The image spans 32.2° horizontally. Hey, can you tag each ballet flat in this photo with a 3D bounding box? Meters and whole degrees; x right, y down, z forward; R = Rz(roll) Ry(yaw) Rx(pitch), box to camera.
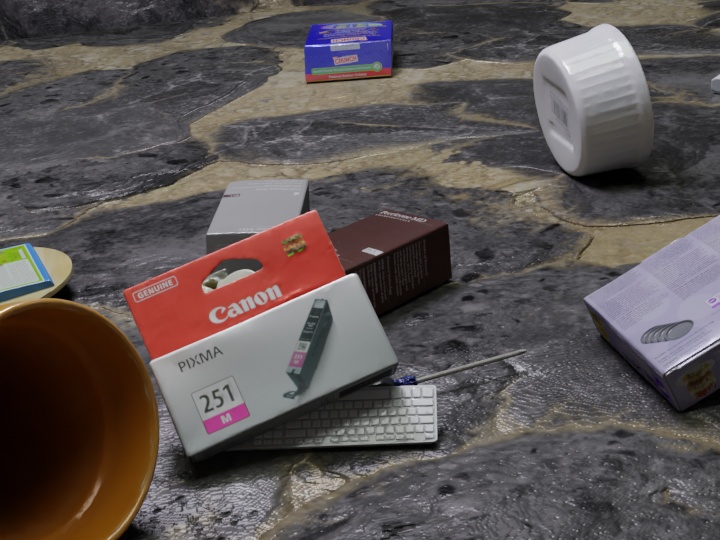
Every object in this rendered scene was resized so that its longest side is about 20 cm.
[{"bbox_3d":[-0.117,0.026,1.221,0.068,0.068,0.200,23,-28,-27],"label":"ballet flat"}]

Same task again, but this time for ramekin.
[{"bbox_3d":[0.311,-0.225,1.697,0.097,0.201,0.201,-16,23,-9],"label":"ramekin"}]

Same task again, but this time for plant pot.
[{"bbox_3d":[-0.292,0.130,0.978,0.183,0.201,0.200,-8,15,40],"label":"plant pot"}]

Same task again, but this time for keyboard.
[{"bbox_3d":[-0.032,0.129,1.094,0.199,0.011,0.056,-3,60,5],"label":"keyboard"}]

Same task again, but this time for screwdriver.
[{"bbox_3d":[0.067,0.098,1.157,0.199,0.028,0.029,-14,-6,-13],"label":"screwdriver"}]

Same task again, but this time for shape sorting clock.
[{"bbox_3d":[-0.433,0.021,1.452,0.199,0.039,0.200,-4,23,2],"label":"shape sorting clock"}]

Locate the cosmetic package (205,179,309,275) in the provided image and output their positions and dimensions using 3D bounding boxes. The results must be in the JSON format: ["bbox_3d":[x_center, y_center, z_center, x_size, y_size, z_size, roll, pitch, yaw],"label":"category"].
[{"bbox_3d":[-0.116,-0.039,1.470,0.106,0.091,0.200,-2,19,1],"label":"cosmetic package"}]

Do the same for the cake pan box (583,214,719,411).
[{"bbox_3d":[0.331,0.025,1.164,0.200,0.052,0.184,-32,26,-2],"label":"cake pan box"}]

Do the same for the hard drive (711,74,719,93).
[{"bbox_3d":[0.687,-0.329,2.090,0.131,0.026,0.200,10,27,34],"label":"hard drive"}]

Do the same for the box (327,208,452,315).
[{"bbox_3d":[0.000,0.000,1.365,0.100,0.075,0.200,15,27,41],"label":"box"}]

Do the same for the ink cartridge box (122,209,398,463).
[{"bbox_3d":[-0.091,0.050,1.099,0.199,0.174,0.044,-23,-16,-9],"label":"ink cartridge box"}]

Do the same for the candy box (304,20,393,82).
[{"bbox_3d":[-0.020,-0.429,2.429,0.168,0.077,0.200,-2,21,4],"label":"candy box"}]
